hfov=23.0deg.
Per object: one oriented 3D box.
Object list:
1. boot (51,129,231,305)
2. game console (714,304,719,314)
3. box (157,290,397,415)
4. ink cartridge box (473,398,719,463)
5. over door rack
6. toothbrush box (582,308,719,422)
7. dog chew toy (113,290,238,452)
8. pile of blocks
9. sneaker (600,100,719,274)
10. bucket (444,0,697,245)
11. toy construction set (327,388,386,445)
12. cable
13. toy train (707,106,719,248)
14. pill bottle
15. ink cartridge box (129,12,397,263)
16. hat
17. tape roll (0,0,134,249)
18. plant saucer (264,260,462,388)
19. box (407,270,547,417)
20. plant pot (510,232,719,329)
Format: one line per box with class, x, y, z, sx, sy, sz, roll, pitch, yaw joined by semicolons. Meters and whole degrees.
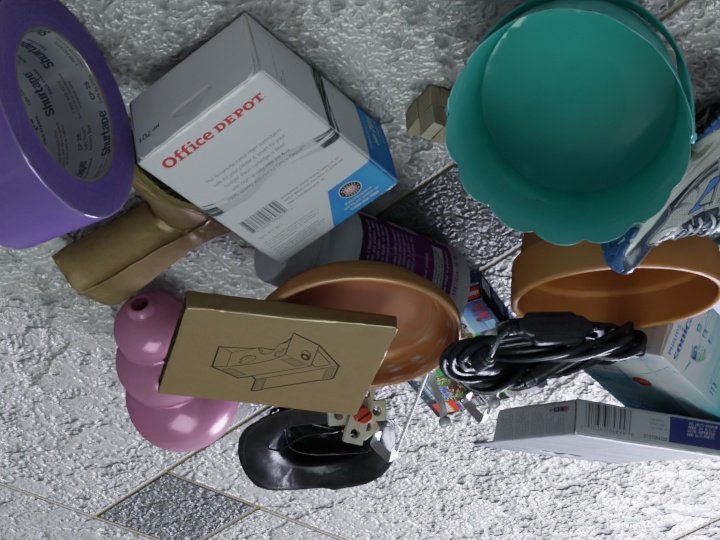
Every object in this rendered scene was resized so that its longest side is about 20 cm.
boot;-0.224;-0.044;1.700;0.199;0.066;0.175;-27;138;31
game console;0.400;0.101;1.911;0.118;0.171;0.200;-31;144;-7
box;-0.081;0.080;1.666;0.199;0.021;0.164;8;145;-12
ink cartridge box;0.250;0.170;1.847;0.195;0.044;0.200;10;169;-27
over door rack;0.115;0.131;1.851;0.147;0.067;0.200;-18;154;-34
toothbrush box;0.308;0.084;1.821;0.146;0.086;0.200;9;158;42
dog chew toy;-0.202;0.100;1.861;0.124;0.125;0.201;-10;136;9
pile of blocks;0.138;-0.140;1.594;0.199;0.062;0.082;-16;142;18
sneaker;0.290;-0.060;1.529;0.085;0.200;0.077;47;158;-9
bucket;0.178;-0.134;1.478;0.206;0.135;0.209;3;108;9
toy construction set;-0.040;0.103;1.836;0.092;0.132;0.200;34;174;-32
cable;0.178;0.084;1.678;0.199;0.051;0.163;-2;159;-25
toy train;0.369;-0.091;1.669;0.113;0.086;0.201;-9;145;-8
pill bottle;0.000;0.000;1.737;0.199;0.113;0.112;20;139;-29
ink cartridge box;-0.086;-0.113;1.578;0.146;0.086;0.200;-33;134;21
hat;-0.051;0.174;2.002;0.199;0.081;0.201;-5;145;-4
tape roll;-0.277;-0.125;1.466;0.085;0.201;0.200;-19;142;22
plant saucer;-0.004;0.048;1.675;0.199;0.038;0.201;-2;146;-1
box;0.106;0.084;1.924;0.136;0.038;0.200;-18;142;19
plant pot;0.235;-0.037;1.650;0.199;0.141;0.200;-2;162;-1
